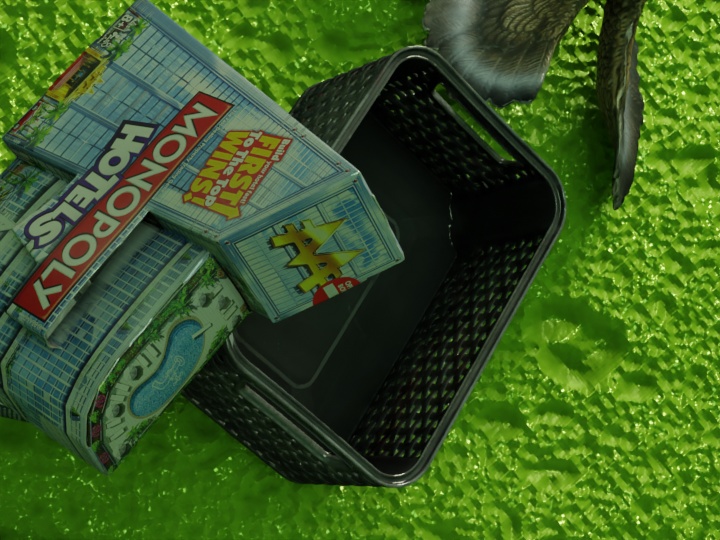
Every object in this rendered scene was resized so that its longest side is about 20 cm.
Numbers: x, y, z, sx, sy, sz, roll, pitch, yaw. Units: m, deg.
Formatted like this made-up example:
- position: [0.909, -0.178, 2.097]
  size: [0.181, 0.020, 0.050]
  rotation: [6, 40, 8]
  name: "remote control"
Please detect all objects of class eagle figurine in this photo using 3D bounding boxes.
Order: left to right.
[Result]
- position: [0.139, -0.159, 0.810]
  size: [0.152, 0.151, 0.200]
  rotation: [38, 104, 16]
  name: "eagle figurine"

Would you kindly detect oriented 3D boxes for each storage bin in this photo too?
- position: [0.000, 0.000, 0.747]
  size: [0.135, 0.094, 0.200]
  rotation: [42, 63, -21]
  name: "storage bin"

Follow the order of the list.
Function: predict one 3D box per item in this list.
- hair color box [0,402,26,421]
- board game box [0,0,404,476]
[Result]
- position: [-0.201, 0.019, 0.742]
  size: [0.200, 0.061, 0.100]
  rotation: [15, 76, -11]
  name: "hair color box"
- position: [-0.091, -0.018, 0.651]
  size: [0.200, 0.200, 0.062]
  rotation: [-51, 138, -18]
  name: "board game box"
